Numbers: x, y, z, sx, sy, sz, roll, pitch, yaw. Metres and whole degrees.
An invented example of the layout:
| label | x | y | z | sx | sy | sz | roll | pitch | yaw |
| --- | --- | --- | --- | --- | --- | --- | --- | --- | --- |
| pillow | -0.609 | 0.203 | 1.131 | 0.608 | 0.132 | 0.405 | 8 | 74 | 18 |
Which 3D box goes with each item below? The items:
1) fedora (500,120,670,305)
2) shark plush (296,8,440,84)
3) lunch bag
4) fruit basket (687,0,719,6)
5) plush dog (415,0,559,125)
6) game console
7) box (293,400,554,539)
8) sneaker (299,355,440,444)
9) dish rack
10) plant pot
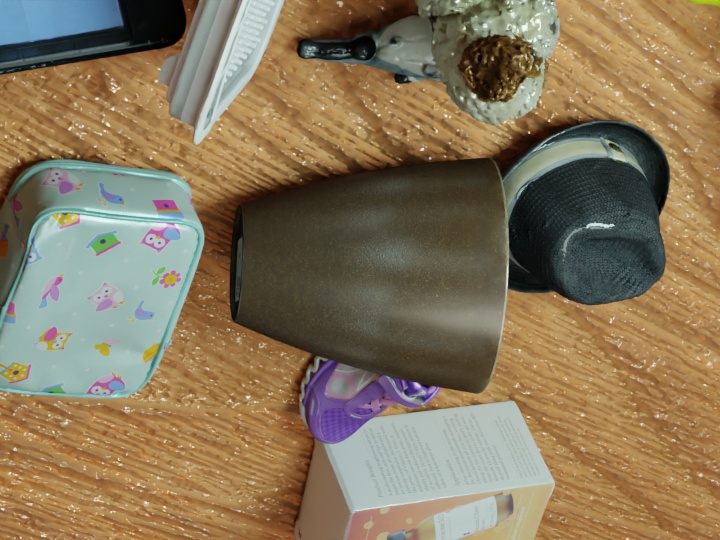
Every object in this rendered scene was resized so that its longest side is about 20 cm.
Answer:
| label | x | y | z | sx | sy | sz | roll | pitch | yaw |
| --- | --- | --- | --- | --- | --- | --- | --- | --- | --- |
| fedora | 0.191 | -0.029 | 1.814 | 0.199 | 0.092 | 0.201 | -19 | 139 | -17 |
| shark plush | 0.052 | -0.153 | 1.663 | 0.199 | 0.091 | 0.083 | -11 | 168 | -21 |
| lunch bag | -0.211 | 0.010 | 1.694 | 0.159 | 0.077 | 0.201 | 2 | 132 | -29 |
| fruit basket | 0.335 | -0.251 | 1.666 | 0.214 | 0.156 | 0.216 | 19 | 142 | 16 |
| plush dog | 0.086 | -0.189 | 1.550 | 0.159 | 0.173 | 0.200 | -9 | 180 | 14 |
| game console | -0.219 | -0.230 | 1.420 | 0.199 | 0.174 | 0.119 | -11 | 164 | -14 |
| box | 0.055 | 0.218 | 2.009 | 0.199 | 0.107 | 0.153 | -6 | 135 | -20 |
| sneaker | 0.025 | 0.088 | 1.876 | 0.080 | 0.089 | 0.200 | 21 | 123 | -40 |
| dish rack | -0.081 | -0.190 | 1.478 | 0.043 | 0.200 | 0.173 | 23 | 114 | 3 |
| plant pot | 0.000 | 0.000 | 1.725 | 0.198 | 0.188 | 0.188 | 2 | 133 | -10 |
